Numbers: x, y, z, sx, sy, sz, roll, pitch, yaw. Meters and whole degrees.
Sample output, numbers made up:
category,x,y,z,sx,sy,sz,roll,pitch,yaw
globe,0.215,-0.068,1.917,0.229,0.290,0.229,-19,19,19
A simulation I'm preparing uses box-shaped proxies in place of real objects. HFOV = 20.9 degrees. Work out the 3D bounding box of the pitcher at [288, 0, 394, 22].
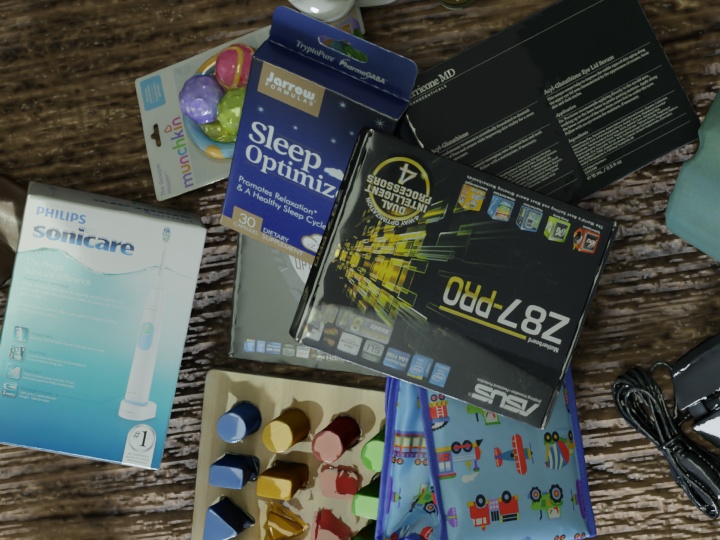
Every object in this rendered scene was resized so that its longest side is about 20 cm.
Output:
category,x,y,z,sx,sy,sz,roll,pitch,yaw
pitcher,-0.055,-0.277,1.483,0.200,0.171,0.121,44,124,4

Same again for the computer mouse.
category,x,y,z,sx,sy,sz,roll,pitch,yaw
computer mouse,0.303,0.088,1.498,0.200,0.053,0.139,-39,85,12

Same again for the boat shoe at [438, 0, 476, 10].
category,x,y,z,sx,sy,sz,roll,pitch,yaw
boat shoe,0.136,-0.273,1.506,0.200,0.063,0.073,-41,81,6

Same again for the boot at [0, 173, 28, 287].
category,x,y,z,sx,sy,sz,roll,pitch,yaw
boot,-0.328,-0.102,1.608,0.199,0.064,0.187,34,114,10

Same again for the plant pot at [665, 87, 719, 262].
category,x,y,z,sx,sy,sz,roll,pitch,yaw
plant pot,0.339,-0.054,1.417,0.195,0.200,0.202,29,100,16

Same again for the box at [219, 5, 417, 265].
category,x,y,z,sx,sy,sz,roll,pitch,yaw
box,-0.034,-0.092,1.467,0.120,0.032,0.201,24,131,10

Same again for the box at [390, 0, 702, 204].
category,x,y,z,sx,sy,sz,roll,pitch,yaw
box,0.137,-0.117,1.478,0.199,0.079,0.142,-27,91,-4

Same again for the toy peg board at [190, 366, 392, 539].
category,x,y,z,sx,sy,sz,roll,pitch,yaw
toy peg board,-0.046,0.193,1.558,0.197,0.098,0.202,7,96,11

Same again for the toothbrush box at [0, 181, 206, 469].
category,x,y,z,sx,sy,sz,roll,pitch,yaw
toothbrush box,-0.213,0.043,1.565,0.145,0.085,0.202,10,99,-11

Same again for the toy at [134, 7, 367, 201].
category,x,y,z,sx,sy,sz,roll,pitch,yaw
toy,-0.088,-0.145,1.543,0.198,0.047,0.116,-18,64,10

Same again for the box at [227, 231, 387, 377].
category,x,y,z,sx,sy,sz,roll,pitch,yaw
box,0.000,0.000,1.558,0.198,0.044,0.162,7,96,11

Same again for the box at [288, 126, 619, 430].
category,x,y,z,sx,sy,sz,roll,pitch,yaw
box,0.066,0.006,1.408,0.198,0.049,0.163,21,93,-10

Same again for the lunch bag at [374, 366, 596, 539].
category,x,y,z,sx,sy,sz,roll,pitch,yaw
lunch bag,0.093,0.107,1.491,0.094,0.149,0.202,-1,91,56
